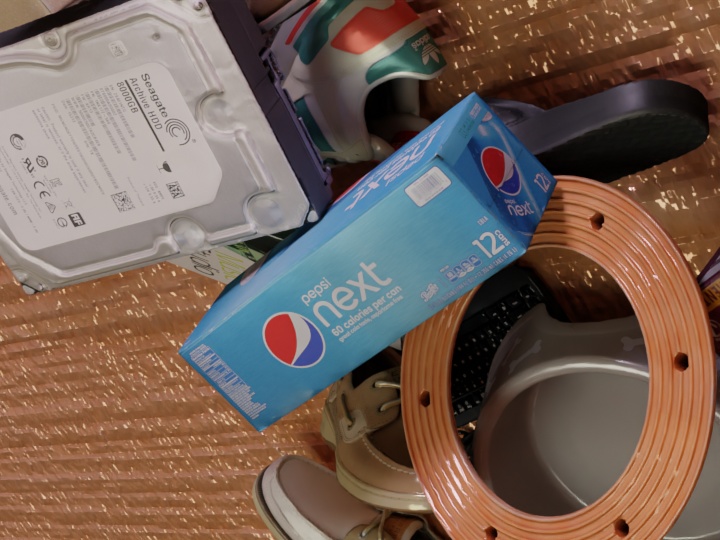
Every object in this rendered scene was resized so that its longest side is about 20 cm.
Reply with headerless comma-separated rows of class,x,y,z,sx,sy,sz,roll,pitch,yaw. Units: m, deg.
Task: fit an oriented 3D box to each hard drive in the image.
hard drive,-0.127,-0.068,0.795,0.199,0.038,0.140,-13,118,28

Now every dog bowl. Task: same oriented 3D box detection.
dog bowl,0.151,0.107,0.844,0.199,0.059,0.201,15,126,21

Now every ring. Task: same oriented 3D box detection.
ring,0.093,0.054,0.751,0.200,0.019,0.202,-6,83,48

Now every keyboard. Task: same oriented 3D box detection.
keyboard,0.063,0.074,0.944,0.104,0.040,0.200,51,143,-4

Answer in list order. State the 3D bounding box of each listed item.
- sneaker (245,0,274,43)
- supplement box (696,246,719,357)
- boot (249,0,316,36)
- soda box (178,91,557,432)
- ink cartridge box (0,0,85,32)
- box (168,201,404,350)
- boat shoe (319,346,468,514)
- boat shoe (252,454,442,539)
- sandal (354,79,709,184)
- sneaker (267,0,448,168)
sneaker,-0.110,-0.137,0.895,0.200,0.072,0.072,-22,105,49
supplement box,0.258,0.043,0.694,0.200,0.086,0.110,46,142,1
boot,-0.052,-0.234,0.718,0.200,0.064,0.186,47,125,-4
soda box,0.000,0.000,0.770,0.064,0.068,0.200,46,127,-12
ink cartridge box,-0.260,-0.195,0.981,0.165,0.075,0.200,51,141,-8
box,-0.061,-0.019,0.895,0.199,0.036,0.144,19,165,8
boat shoe,0.018,0.087,0.897,0.200,0.071,0.065,-145,60,-69
boat shoe,0.018,0.191,1.070,0.200,0.075,0.068,38,136,0
sandal,0.084,-0.065,0.787,0.200,0.048,0.075,-15,154,34
sneaker,-0.015,-0.078,0.857,0.093,0.070,0.200,45,140,11
